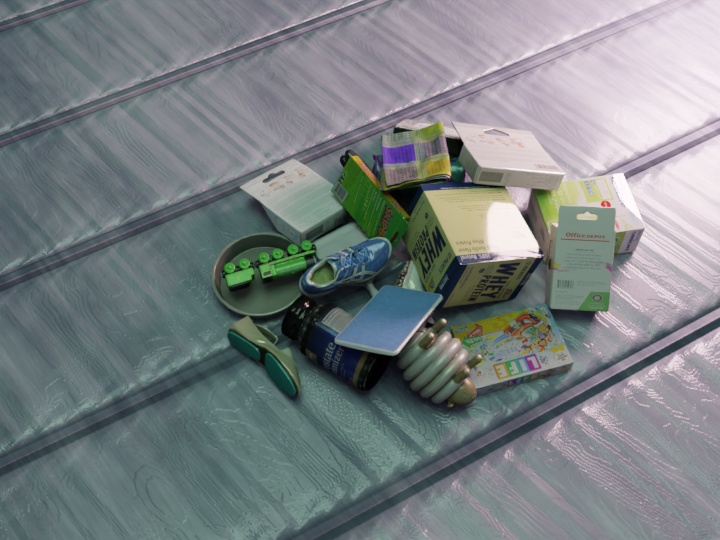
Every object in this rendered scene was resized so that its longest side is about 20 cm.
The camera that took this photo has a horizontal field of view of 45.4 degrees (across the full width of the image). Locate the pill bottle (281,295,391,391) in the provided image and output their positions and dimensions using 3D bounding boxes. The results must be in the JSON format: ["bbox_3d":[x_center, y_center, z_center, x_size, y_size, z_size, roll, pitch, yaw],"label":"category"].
[{"bbox_3d":[-0.045,0.130,1.608,0.199,0.112,0.112,28,61,19],"label":"pill bottle"}]

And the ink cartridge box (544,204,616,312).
[{"bbox_3d":[0.424,-0.028,1.662,0.116,0.067,0.202,3,100,3],"label":"ink cartridge box"}]

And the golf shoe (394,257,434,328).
[{"bbox_3d":[0.104,0.069,1.680,0.091,0.075,0.202,17,59,-6],"label":"golf shoe"}]

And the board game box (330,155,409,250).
[{"bbox_3d":[0.022,-0.129,1.732,0.030,0.096,0.201,-9,53,-45],"label":"board game box"}]

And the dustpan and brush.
[{"bbox_3d":[0.000,0.000,1.736,0.139,0.058,0.200,-27,53,-14],"label":"dustpan and brush"}]

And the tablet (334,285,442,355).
[{"bbox_3d":[0.054,0.088,1.559,0.129,0.014,0.200,9,34,29],"label":"tablet"}]

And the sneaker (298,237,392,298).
[{"bbox_3d":[-0.026,-0.005,1.664,0.199,0.077,0.076,-29,83,-6],"label":"sneaker"}]

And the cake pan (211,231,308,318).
[{"bbox_3d":[-0.199,0.013,1.732,0.198,0.037,0.202,0,57,0],"label":"cake pan"}]

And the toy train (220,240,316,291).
[{"bbox_3d":[-0.177,-0.007,1.700,0.198,0.042,0.057,-16,67,-10],"label":"toy train"}]

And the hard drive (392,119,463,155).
[{"bbox_3d":[0.179,-0.290,1.880,0.198,0.038,0.140,13,19,12],"label":"hard drive"}]

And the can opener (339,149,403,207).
[{"bbox_3d":[0.026,-0.165,1.791,0.078,0.063,0.201,-36,96,-41],"label":"can opener"}]

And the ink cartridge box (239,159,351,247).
[{"bbox_3d":[-0.134,-0.146,1.818,0.199,0.048,0.160,35,51,29],"label":"ink cartridge box"}]

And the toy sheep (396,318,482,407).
[{"bbox_3d":[0.134,0.165,1.564,0.138,0.138,0.200,-40,83,-23],"label":"toy sheep"}]

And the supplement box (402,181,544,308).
[{"bbox_3d":[0.212,-0.054,1.680,0.198,0.135,0.201,-6,54,-26],"label":"supplement box"}]

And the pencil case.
[{"bbox_3d":[0.123,-0.206,1.844,0.198,0.085,0.093,1,69,1],"label":"pencil case"}]

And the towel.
[{"bbox_3d":[0.109,-0.230,1.742,0.142,0.023,0.201,-9,42,10],"label":"towel"}]

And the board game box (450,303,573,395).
[{"bbox_3d":[0.285,0.149,1.636,0.198,0.034,0.135,-14,58,-8],"label":"board game box"}]

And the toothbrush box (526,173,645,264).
[{"bbox_3d":[0.461,-0.107,1.773,0.198,0.086,0.147,-7,57,-5],"label":"toothbrush box"}]

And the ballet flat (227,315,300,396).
[{"bbox_3d":[-0.168,0.156,1.625,0.200,0.070,0.069,38,65,23],"label":"ballet flat"}]

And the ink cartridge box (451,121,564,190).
[{"bbox_3d":[0.295,-0.235,1.769,0.198,0.045,0.177,3,37,-20],"label":"ink cartridge box"}]
